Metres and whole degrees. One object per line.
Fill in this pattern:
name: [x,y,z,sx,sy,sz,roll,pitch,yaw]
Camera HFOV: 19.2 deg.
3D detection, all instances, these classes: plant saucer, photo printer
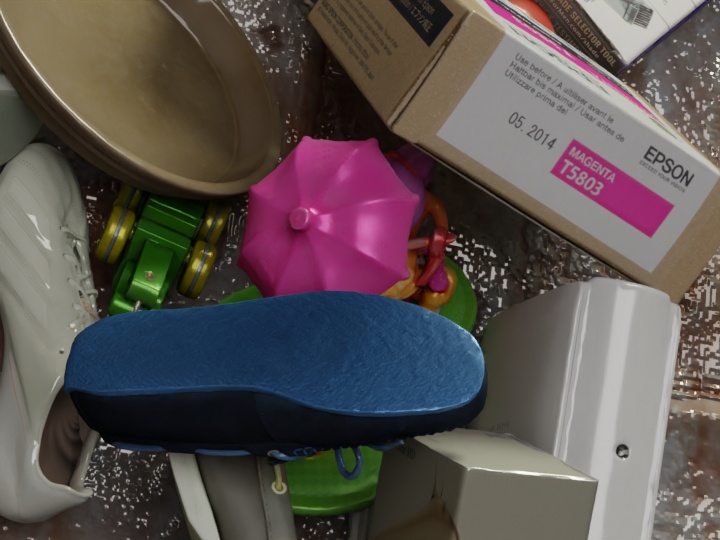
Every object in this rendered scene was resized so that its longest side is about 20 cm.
plant saucer: [-0.125,-0.115,1.137,0.199,0.029,0.201,33,33,-25]
photo printer: [0.099,0.115,1.109,0.069,0.166,0.202,13,78,-13]

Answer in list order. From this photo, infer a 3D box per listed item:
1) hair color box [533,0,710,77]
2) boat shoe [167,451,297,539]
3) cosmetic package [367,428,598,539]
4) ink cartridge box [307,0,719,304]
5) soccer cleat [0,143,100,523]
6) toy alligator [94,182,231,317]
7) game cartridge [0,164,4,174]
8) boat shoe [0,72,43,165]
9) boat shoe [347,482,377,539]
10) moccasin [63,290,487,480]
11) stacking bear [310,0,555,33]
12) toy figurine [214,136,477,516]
hair color box: [0.178,-0.205,1.285,0.200,0.065,0.109,-38,88,-28]
boat shoe: [-0.040,0.162,1.022,0.060,0.072,0.203,-17,74,-8]
cosmetic package: [0.044,0.181,1.006,0.073,0.103,0.202,7,95,-21]
ink cartridge box: [0.086,-0.085,1.107,0.199,0.165,0.075,31,102,-28]
soccer cleat: [-0.158,0.030,1.102,0.069,0.077,0.202,18,69,-49]
toy alligator: [-0.113,0.003,1.115,0.059,0.054,0.201,23,38,-8]
game cartridge: [-0.274,-0.020,1.111,0.133,0.040,0.201,33,68,-10]
boat shoe: [-0.262,-0.077,1.075,0.200,0.070,0.072,-15,55,-22]
boat shoe: [-0.004,0.199,1.112,0.065,0.072,0.201,15,74,2]
moccasin: [-0.037,0.053,0.997,0.198,0.068,0.081,4,50,14]
stacking bear: [0.033,-0.168,1.212,0.200,0.121,0.114,45,36,-13]
toy figurine: [0.000,0.000,1.091,0.150,0.185,0.200,38,57,18]
